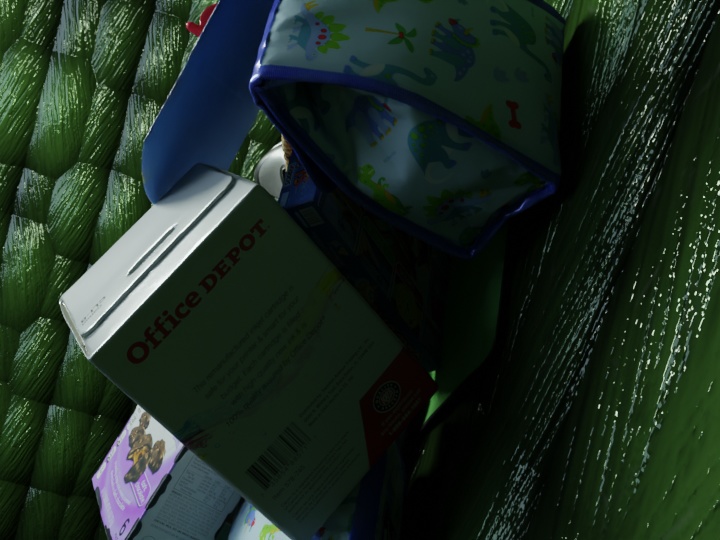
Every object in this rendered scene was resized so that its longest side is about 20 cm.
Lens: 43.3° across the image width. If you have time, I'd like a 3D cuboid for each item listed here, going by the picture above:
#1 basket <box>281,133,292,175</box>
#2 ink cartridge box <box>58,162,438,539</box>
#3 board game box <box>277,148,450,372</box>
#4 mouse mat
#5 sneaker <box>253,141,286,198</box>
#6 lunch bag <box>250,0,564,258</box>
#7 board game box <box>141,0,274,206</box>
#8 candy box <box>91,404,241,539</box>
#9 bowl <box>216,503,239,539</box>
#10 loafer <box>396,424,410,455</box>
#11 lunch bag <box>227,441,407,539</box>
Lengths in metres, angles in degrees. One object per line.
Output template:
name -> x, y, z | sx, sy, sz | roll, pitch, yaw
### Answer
basket -> -0.027, -0.173, 0.812 | 0.148, 0.143, 0.202 | -19, 46, 31
ink cartridge box -> -0.079, 0.050, 0.620 | 0.145, 0.200, 0.144 | -46, 27, -10
board game box -> 0.012, -0.031, 0.709 | 0.034, 0.201, 0.137 | -14, 43, 27
mouse mat -> 0.080, 0.033, 0.722 | 0.200, 0.007, 0.163 | 120, 165, -58
sneaker -> -0.045, -0.101, 0.982 | 0.079, 0.198, 0.075 | -42, -55, -41
lunch bag -> 0.029, -0.132, 0.608 | 0.127, 0.198, 0.172 | -41, 30, 44
board game box -> -0.111, -0.141, 0.663 | 0.202, 0.039, 0.158 | -61, -10, 4
candy box -> -0.146, 0.143, 0.798 | 0.201, 0.071, 0.167 | -59, 25, -3
bowl -> -0.092, 0.257, 0.911 | 0.105, 0.200, 0.201 | -54, -5, -36
loafer -> -0.004, 0.153, 0.801 | 0.073, 0.070, 0.202 | -78, 6, -57
lunch bag -> -0.030, 0.212, 0.685 | 0.201, 0.126, 0.171 | 120, 165, -45
